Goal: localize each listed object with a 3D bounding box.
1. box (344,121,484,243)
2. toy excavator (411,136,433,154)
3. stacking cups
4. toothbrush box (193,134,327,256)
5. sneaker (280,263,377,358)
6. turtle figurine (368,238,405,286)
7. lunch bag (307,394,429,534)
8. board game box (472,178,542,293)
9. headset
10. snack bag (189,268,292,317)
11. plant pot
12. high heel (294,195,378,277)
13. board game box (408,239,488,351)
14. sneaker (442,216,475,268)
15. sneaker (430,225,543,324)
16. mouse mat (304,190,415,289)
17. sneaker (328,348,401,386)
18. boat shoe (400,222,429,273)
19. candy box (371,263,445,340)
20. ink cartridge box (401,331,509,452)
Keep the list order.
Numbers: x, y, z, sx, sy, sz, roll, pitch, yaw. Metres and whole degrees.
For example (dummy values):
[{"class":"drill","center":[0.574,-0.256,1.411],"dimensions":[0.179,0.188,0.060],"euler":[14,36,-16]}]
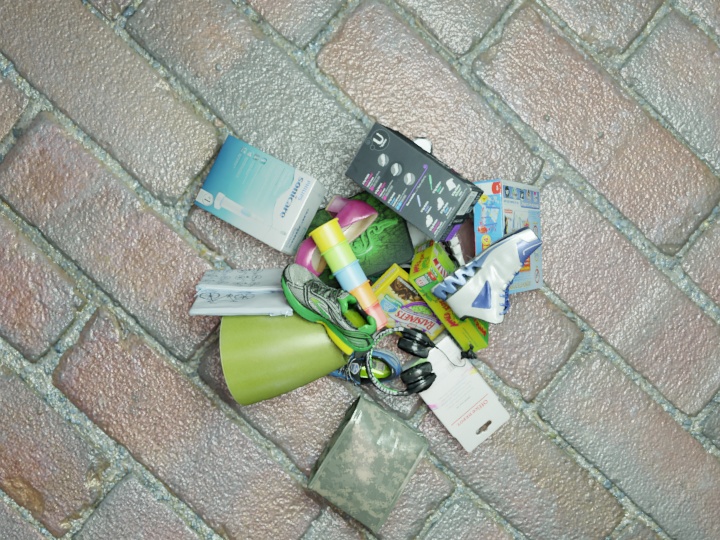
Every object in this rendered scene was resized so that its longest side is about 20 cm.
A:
[{"class":"box","center":[0.093,-0.149,1.022],"dimensions":[0.199,0.122,0.107],"euler":[38,106,14]},{"class":"toy excavator","center":[0.038,-0.162,1.159],"dimensions":[0.191,0.100,0.203],"euler":[7,99,-1]},{"class":"stacking cups","center":[-0.019,0.013,1.040],"dimensions":[0.060,0.061,0.202],"euler":[-27,93,-1]},{"class":"toothbrush box","center":[-0.185,-0.139,1.128],"dimensions":[0.198,0.085,0.148],"euler":[27,90,13]},{"class":"sneaker","center":[-0.048,0.051,1.008],"dimensions":[0.199,0.086,0.078],"euler":[38,45,10]},{"class":"turtle figurine","center":[0.000,0.000,1.154],"dimensions":[0.199,0.100,0.151],"euler":[-38,61,12]},{"class":"lunch bag","center":[0.017,0.356,1.150],"dimensions":[0.163,0.118,0.201],"euler":[33,94,-1]},{"class":"board game box","center":[0.277,-0.060,1.116],"dimensions":[0.055,0.199,0.199],"euler":[-1,91,35]},{"class":"headset","center":[0.107,0.162,1.096],"dimensions":[0.197,0.094,0.126],"euler":[-3,82,-10]},{"class":"snack bag","center":[-0.210,0.036,1.100],"dimensions":[0.185,0.200,0.022],"euler":[0,110,-2]},{"class":"plant pot","center":[-0.125,0.136,1.089],"dimensions":[0.197,0.187,0.190],"euler":[-9,91,8]},{"class":"high heel","center":[-0.047,-0.039,1.084],"dimensions":[0.095,0.067,0.202],"euler":[22,75,33]},{"class":"board game box","center":[0.169,0.049,1.124],"dimensions":[0.047,0.102,0.201],"euler":[-27,115,29]},{"class":"sneaker","center":[0.209,-0.094,1.178],"dimensions":[0.114,0.076,0.202],"euler":[-24,102,-7]},{"class":"sneaker","center":[0.226,0.021,0.996],"dimensions":[0.198,0.080,0.116],"euler":[-36,89,20]},{"class":"mouse mat","center":[-0.008,-0.061,1.113],"dimensions":[0.198,0.008,0.163],"euler":[-21,73,16]},{"class":"sneaker","center":[-0.019,0.175,1.157],"dimensions":[0.197,0.089,0.080],"euler":[6,90,4]},{"class":"boat shoe","center":[0.100,-0.012,1.171],"dimensions":[0.072,0.065,0.203],"euler":[10,90,-2]},{"class":"candy box","center":[0.090,0.073,1.128],"dimensions":[0.102,0.027,0.199],"euler":[-43,131,13]},{"class":"ink cartridge box","center":[0.185,0.237,1.178],"dimensions":[0.117,0.067,0.201],"euler":[-39,91,-1]}]
